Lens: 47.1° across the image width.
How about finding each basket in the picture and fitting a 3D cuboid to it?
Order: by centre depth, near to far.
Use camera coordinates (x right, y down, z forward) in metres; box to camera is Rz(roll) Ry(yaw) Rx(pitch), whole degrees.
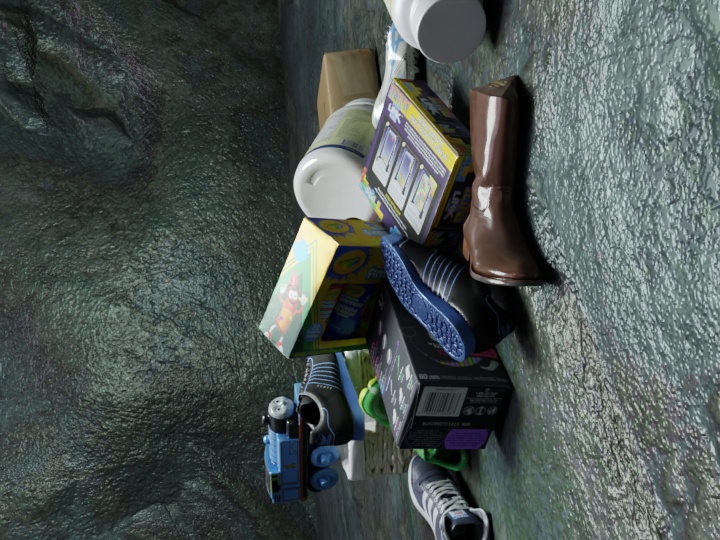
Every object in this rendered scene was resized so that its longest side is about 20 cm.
[{"bbox_3d":[0.036,0.191,1.274,0.200,0.158,0.202,-141,48,-77],"label":"basket"}]

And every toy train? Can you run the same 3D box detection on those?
[{"bbox_3d":[-0.093,0.266,1.266,0.087,0.112,0.203,-112,20,-54],"label":"toy train"}]

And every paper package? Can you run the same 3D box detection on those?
[{"bbox_3d":[-0.021,-0.286,1.591,0.191,0.102,0.203,110,154,-68],"label":"paper package"}]

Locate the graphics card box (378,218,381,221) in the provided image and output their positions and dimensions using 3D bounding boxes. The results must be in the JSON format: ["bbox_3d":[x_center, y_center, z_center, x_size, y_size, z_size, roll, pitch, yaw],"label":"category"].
[{"bbox_3d":[0.062,-0.035,1.360,0.200,0.050,0.128,110,154,-68],"label":"graphics card box"}]

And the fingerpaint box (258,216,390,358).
[{"bbox_3d":[-0.015,0.022,1.089,0.073,0.198,0.169,39,114,33],"label":"fingerpaint box"}]

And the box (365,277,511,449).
[{"bbox_3d":[0.089,0.111,1.025,0.201,0.120,0.107,-109,28,-52],"label":"box"}]

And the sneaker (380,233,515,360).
[{"bbox_3d":[0.096,0.020,0.945,0.201,0.077,0.071,53,155,40],"label":"sneaker"}]

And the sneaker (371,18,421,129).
[{"bbox_3d":[0.068,-0.304,1.241,0.072,0.071,0.204,-18,-61,-72],"label":"sneaker"}]

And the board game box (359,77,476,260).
[{"bbox_3d":[0.076,-0.124,1.053,0.201,0.056,0.167,60,139,45],"label":"board game box"}]

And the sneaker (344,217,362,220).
[{"bbox_3d":[0.000,0.000,1.264,0.120,0.201,0.084,-4,45,45],"label":"sneaker"}]

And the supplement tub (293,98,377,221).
[{"bbox_3d":[-0.011,-0.171,1.311,0.201,0.143,0.147,-65,-15,-48],"label":"supplement tub"}]

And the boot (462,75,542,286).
[{"bbox_3d":[0.148,-0.097,0.855,0.187,0.063,0.204,-128,40,-70],"label":"boot"}]

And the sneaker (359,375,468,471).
[{"bbox_3d":[0.080,0.201,1.096,0.075,0.199,0.083,-53,31,-4],"label":"sneaker"}]

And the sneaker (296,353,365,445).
[{"bbox_3d":[-0.057,0.162,1.145,0.201,0.077,0.071,-120,31,-53],"label":"sneaker"}]

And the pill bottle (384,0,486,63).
[{"bbox_3d":[0.083,-0.331,0.979,0.202,0.109,0.112,-105,15,-45],"label":"pill bottle"}]

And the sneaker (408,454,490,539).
[{"bbox_3d":[0.118,0.314,1.103,0.109,0.069,0.202,91,163,-50],"label":"sneaker"}]
